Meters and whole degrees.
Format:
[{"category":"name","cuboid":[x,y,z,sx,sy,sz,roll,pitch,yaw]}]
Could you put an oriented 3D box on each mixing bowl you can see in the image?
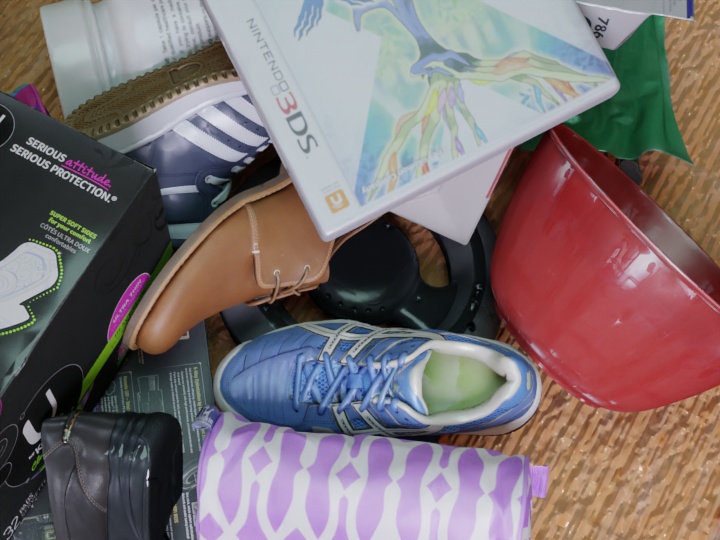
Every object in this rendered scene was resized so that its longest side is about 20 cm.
[{"category":"mixing bowl","cuboid":[0.154,0.014,0.903,0.108,0.200,0.200,-46,73,16]}]

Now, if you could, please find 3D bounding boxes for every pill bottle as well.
[{"category":"pill bottle","cuboid":[-0.109,-0.151,0.980,0.198,0.114,0.114,-13,67,-10]}]

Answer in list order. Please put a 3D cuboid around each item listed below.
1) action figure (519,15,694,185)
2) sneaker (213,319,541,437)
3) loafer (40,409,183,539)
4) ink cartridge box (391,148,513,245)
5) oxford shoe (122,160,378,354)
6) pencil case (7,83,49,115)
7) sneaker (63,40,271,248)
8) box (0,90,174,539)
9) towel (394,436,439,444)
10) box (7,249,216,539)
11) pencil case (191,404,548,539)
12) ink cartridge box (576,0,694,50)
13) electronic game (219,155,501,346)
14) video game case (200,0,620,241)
[{"category":"action figure","cuboid":[0.178,-0.154,1.034,0.117,0.055,0.202,8,59,1]},{"category":"sneaker","cuboid":[0.010,0.061,0.859,0.198,0.077,0.077,-3,80,3]},{"category":"loafer","cuboid":[-0.143,0.168,0.817,0.072,0.073,0.202,9,107,11]},{"category":"ink cartridge box","cuboid":[0.085,-0.133,0.967,0.067,0.117,0.201,23,52,0]},{"category":"oxford shoe","cuboid":[-0.060,-0.007,0.888,0.071,0.071,0.200,44,63,10]},{"category":"pencil case","cuboid":[-0.290,-0.057,0.943,0.198,0.089,0.089,-19,68,-13]},{"category":"sneaker","cuboid":[-0.077,-0.084,0.919,0.198,0.109,0.070,-21,33,2]},{"category":"box","cuboid":[-0.210,0.027,0.825,0.123,0.149,0.201,27,68,11]},{"category":"towel","cuboid":[0.021,0.188,0.846,0.110,0.049,0.201,-11,50,-7]},{"category":"box","cuboid":[-0.168,0.093,0.904,0.158,0.044,0.202,-8,67,-8]},{"category":"pencil case","cuboid":[0.002,0.130,0.817,0.198,0.085,0.086,9,22,10]},{"category":"ink cartridge box","cuboid":[0.110,-0.195,0.918,0.198,0.039,0.100,10,51,0]},{"category":"electronic game","cuboid":[0.000,0.000,0.958,0.198,0.042,0.202,5,59,-8]},{"category":"video game case","cuboid":[0.025,-0.142,0.855,0.199,0.022,0.184,-27,83,-7]}]
